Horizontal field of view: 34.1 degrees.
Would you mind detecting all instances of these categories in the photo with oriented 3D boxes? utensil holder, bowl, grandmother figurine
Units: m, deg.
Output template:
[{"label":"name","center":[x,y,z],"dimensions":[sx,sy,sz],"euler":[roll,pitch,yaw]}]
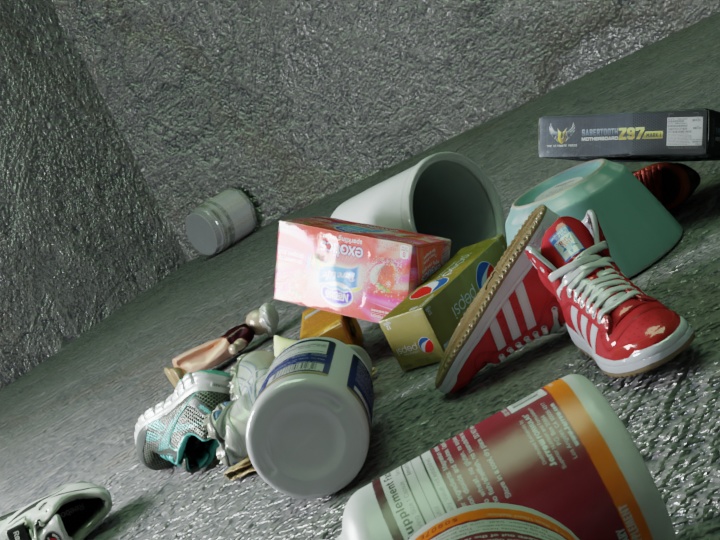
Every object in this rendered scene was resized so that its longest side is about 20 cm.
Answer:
[{"label":"utensil holder","center":[0.067,-0.048,1.576],"dimensions":[0.169,0.172,0.199],"euler":[-35,10,-39]},{"label":"bowl","center":[0.235,-0.048,1.269],"dimensions":[0.198,0.106,0.201],"euler":[-27,10,5]},{"label":"grandmother figurine","center":[-0.211,0.117,1.855],"dimensions":[0.199,0.061,0.121],"euler":[-35,20,-22]}]

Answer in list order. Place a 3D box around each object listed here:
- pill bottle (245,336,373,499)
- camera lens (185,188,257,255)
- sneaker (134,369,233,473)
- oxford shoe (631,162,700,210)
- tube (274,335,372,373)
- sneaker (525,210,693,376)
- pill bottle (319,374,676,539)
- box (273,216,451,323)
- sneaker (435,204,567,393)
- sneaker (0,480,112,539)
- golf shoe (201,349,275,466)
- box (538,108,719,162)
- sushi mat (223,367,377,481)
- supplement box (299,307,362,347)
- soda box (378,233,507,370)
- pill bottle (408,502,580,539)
[{"label":"pill bottle","center":[-0.042,0.127,1.108],"dimensions":[0.110,0.112,0.200],"euler":[-26,9,8]},{"label":"camera lens","center":[-0.439,-0.157,3.741],"dimensions":[0.159,0.162,0.199],"euler":[-17,13,48]},{"label":"sneaker","center":[-0.206,0.195,1.350],"dimensions":[0.076,0.092,0.200],"euler":[10,-37,-28]},{"label":"oxford shoe","center":[0.308,-0.080,1.394],"dimensions":[0.198,0.073,0.072],"euler":[-11,0,41]},{"label":"tube","center":[-0.056,0.112,1.321],"dimensions":[0.058,0.052,0.199],"euler":[-53,20,-20]},{"label":"sneaker","center":[0.197,0.014,0.959],"dimensions":[0.070,0.114,0.200],"euler":[-28,9,-6]},{"label":"pill bottle","center":[0.063,0.151,0.650],"dimensions":[0.198,0.114,0.113],"euler":[-29,9,0]},{"label":"box","center":[0.000,0.000,1.422],"dimensions":[0.197,0.105,0.094],"euler":[12,12,33]},{"label":"sneaker","center":[0.160,0.052,1.110],"dimensions":[0.202,0.112,0.071],"euler":[-57,6,11]},{"label":"sneaker","center":[-0.357,0.290,1.273],"dimensions":[0.199,0.075,0.088],"euler":[-34,9,-32]},{"label":"golf shoe","center":[-0.097,0.139,1.275],"dimensions":[0.096,0.079,0.201],"euler":[-22,19,15]},{"label":"box","center":[0.320,-0.148,1.314],"dimensions":[0.197,0.052,0.157],"euler":[4,3,37]},{"label":"sushi mat","center":[-0.061,0.163,1.279],"dimensions":[0.095,0.012,0.200],"euler":[-24,9,36]},{"label":"supplement box","center":[-0.036,0.084,1.476],"dimensions":[0.068,0.067,0.200],"euler":[-27,8,2]},{"label":"soda box","center":[0.107,0.033,1.332],"dimensions":[0.067,0.065,0.200],"euler":[-19,12,41]},{"label":"pill bottle","center":[0.060,0.184,0.473],"dimensions":[0.113,0.115,0.200],"euler":[-26,9,7]}]
